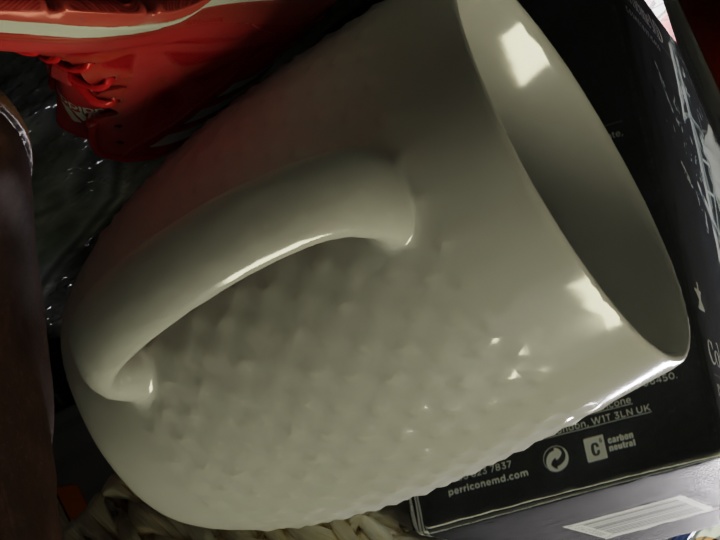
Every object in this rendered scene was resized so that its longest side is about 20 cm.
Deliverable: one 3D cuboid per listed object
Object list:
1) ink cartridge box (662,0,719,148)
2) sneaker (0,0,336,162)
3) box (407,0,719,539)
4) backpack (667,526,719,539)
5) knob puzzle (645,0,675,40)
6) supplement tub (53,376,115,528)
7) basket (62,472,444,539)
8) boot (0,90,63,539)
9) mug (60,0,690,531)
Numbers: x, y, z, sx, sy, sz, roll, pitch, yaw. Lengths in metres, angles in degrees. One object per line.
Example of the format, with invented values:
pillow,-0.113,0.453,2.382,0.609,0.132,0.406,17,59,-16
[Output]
ink cartridge box,0.213,-0.110,0.698,0.200,0.176,0.084,-21,139,7
sneaker,-0.086,-0.068,0.591,0.200,0.078,0.116,-9,148,-43
box,0.090,0.006,0.789,0.124,0.197,0.200,-18,163,18
backpack,0.168,0.085,1.110,0.154,0.191,0.200,0,145,-27
knob puzzle,0.173,-0.146,0.834,0.219,0.030,0.220,-27,158,-12
supplement tub,-0.169,0.134,0.851,0.200,0.123,0.123,-27,158,-12
basket,-0.018,0.140,0.774,0.123,0.135,0.200,-54,147,1
boot,-0.124,0.043,0.645,0.072,0.167,0.200,-15,156,-15
mug,-0.014,0.004,0.613,0.175,0.148,0.200,-30,167,18
